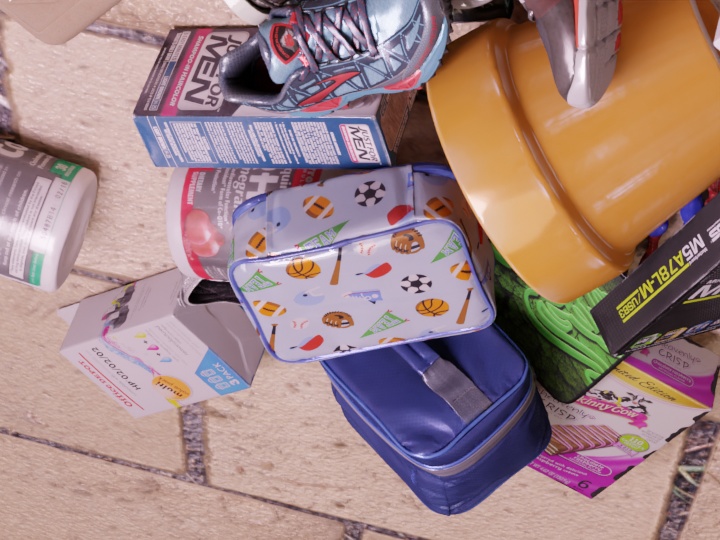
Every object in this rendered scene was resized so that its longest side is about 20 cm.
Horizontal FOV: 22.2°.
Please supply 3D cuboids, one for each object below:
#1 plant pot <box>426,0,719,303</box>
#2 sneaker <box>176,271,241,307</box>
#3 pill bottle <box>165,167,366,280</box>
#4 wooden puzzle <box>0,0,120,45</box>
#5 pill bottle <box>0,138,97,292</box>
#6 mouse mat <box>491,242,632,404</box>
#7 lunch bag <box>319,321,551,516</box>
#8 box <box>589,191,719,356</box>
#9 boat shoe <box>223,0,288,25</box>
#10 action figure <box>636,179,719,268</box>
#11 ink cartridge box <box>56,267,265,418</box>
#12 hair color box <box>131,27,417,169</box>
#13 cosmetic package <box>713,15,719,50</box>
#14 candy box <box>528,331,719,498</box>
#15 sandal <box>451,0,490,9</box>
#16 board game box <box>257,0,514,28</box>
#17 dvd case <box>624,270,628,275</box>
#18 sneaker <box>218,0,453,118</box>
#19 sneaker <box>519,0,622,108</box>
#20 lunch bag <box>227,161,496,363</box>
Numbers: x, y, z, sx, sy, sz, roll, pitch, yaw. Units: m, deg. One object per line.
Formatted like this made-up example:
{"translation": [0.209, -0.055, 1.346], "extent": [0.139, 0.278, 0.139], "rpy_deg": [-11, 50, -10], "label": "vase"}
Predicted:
{"translation": [0.174, -0.107, 1.261], "extent": [0.182, 0.201, 0.200], "rpy_deg": [-29, 125, 22], "label": "plant pot"}
{"translation": [-0.066, 0.005, 1.579], "extent": [0.198, 0.082, 0.075], "rpy_deg": [-5, 138, 24], "label": "sneaker"}
{"translation": [-0.049, -0.044, 1.488], "extent": [0.198, 0.111, 0.111], "rpy_deg": [3, 140, 20], "label": "pill bottle"}
{"translation": [-0.246, -0.268, 1.354], "extent": [0.199, 0.047, 0.185], "rpy_deg": [35, 141, -27], "label": "wooden puzzle"}
{"translation": [-0.338, -0.064, 1.586], "extent": [0.199, 0.114, 0.113], "rpy_deg": [19, 143, -1], "label": "pill bottle"}
{"translation": [0.136, 0.004, 1.469], "extent": [0.200, 0.008, 0.161], "rpy_deg": [47, 142, 5], "label": "mouse mat"}
{"translation": [0.053, 0.083, 1.505], "extent": [0.200, 0.136, 0.133], "rpy_deg": [43, 166, 33], "label": "lunch bag"}
{"translation": [0.295, -0.014, 1.337], "extent": [0.199, 0.048, 0.193], "rpy_deg": [-12, 160, -33], "label": "box"}
{"translation": [-0.105, -0.267, 1.248], "extent": [0.060, 0.072, 0.202], "rpy_deg": [-32, 98, 22], "label": "boat shoe"}
{"translation": [0.238, -0.040, 1.386], "extent": [0.065, 0.099, 0.201], "rpy_deg": [8, 139, 12], "label": "action figure"}
{"translation": [-0.200, 0.073, 1.735], "extent": [0.199, 0.068, 0.115], "rpy_deg": [-17, 130, 38], "label": "ink cartridge box"}
{"translation": [-0.063, -0.132, 1.393], "extent": [0.198, 0.101, 0.061], "rpy_deg": [2, 141, 20], "label": "hair color box"}
{"translation": [0.332, -0.169, 1.094], "extent": [0.199, 0.201, 0.123], "rpy_deg": [36, 140, -21], "label": "cosmetic package"}
{"translation": [0.199, 0.110, 1.580], "extent": [0.136, 0.061, 0.200], "rpy_deg": [27, 142, -10], "label": "candy box"}
{"translation": [0.130, -0.242, 1.214], "extent": [0.201, 0.050, 0.083], "rpy_deg": [-20, 108, 19], "label": "sandal"}
{"translation": [0.000, -0.230, 1.304], "extent": [0.198, 0.028, 0.136], "rpy_deg": [0, 138, 24], "label": "board game box"}
{"translation": [0.149, 0.021, 1.559], "extent": [0.145, 0.022, 0.201], "rpy_deg": [13, 141, 8], "label": "dvd case"}
{"translation": [-0.021, -0.148, 1.241], "extent": [0.095, 0.080, 0.199], "rpy_deg": [-6, 167, -43], "label": "sneaker"}
{"translation": [0.115, -0.201, 1.166], "extent": [0.081, 0.202, 0.077], "rpy_deg": [-7, -179, 25], "label": "sneaker"}
{"translation": [0.000, 0.000, 1.386], "extent": [0.198, 0.076, 0.161], "rpy_deg": [-10, 142, 14], "label": "lunch bag"}
